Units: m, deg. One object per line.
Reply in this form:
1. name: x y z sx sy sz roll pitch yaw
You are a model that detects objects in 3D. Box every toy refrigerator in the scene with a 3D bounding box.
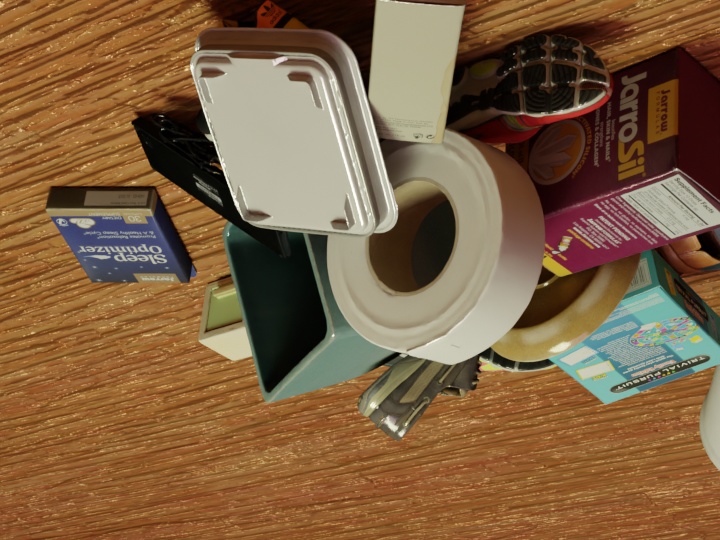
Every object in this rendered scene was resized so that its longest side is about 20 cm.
1. toy refrigerator: -0.093 0.038 1.838 0.198 0.077 0.070 -17 145 38

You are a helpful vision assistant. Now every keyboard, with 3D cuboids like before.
1. keyboard: -0.138 -0.095 1.553 0.199 0.040 0.105 33 157 27

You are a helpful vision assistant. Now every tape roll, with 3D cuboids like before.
1. tape roll: 0.065 -0.023 1.433 0.201 0.205 0.070 -16 160 36

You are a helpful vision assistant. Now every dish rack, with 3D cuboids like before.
1. dish rack: -0.064 -0.111 1.387 0.170 0.044 0.202 7 128 32

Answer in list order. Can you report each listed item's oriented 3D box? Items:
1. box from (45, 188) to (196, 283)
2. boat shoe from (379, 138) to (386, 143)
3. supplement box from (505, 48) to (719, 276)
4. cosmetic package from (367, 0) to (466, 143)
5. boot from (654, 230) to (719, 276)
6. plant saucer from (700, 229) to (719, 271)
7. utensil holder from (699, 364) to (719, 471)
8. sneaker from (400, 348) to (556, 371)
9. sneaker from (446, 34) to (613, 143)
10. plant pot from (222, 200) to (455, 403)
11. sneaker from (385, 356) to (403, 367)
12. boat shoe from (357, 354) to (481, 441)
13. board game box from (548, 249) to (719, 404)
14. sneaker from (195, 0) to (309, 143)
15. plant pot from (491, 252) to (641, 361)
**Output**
1. box: -0.262 -0.029 1.795 0.119 0.033 0.201 0 153 11
2. boat shoe: 0.011 -0.119 1.500 0.198 0.058 0.067 8 164 -34
3. supplement box: 0.233 -0.093 1.462 0.199 0.132 0.103 -20 141 39
4. cosmetic package: 0.045 -0.201 1.325 0.072 0.105 0.201 6 154 -1
5. boot: 0.299 -0.006 1.639 0.154 0.077 0.200 -15 139 28
6. plant saucer: 0.339 -0.057 1.623 0.197 0.028 0.201 6 152 3
7. utensil holder: 0.477 0.139 1.817 0.167 0.172 0.201 2 151 7
8. sneaker: 0.129 0.076 1.744 0.197 0.079 0.090 7 161 15
9. sneaker: 0.149 -0.154 1.440 0.198 0.078 0.084 -5 158 43
10. plant pot: 0.000 0.000 1.628 0.198 0.198 0.196 -6 160 -27
11. sneaker: 0.020 0.083 1.903 0.198 0.076 0.079 19 152 -23
12. boat shoe: 0.088 0.100 1.663 0.074 0.199 0.075 50 172 3
13. board game box: 0.270 0.060 1.629 0.150 0.047 0.200 -22 146 24
14. sneaker: -0.104 -0.184 1.447 0.090 0.070 0.199 49 147 -13
15. plant pot: 0.185 -0.006 1.566 0.199 0.202 0.027 -19 137 39
